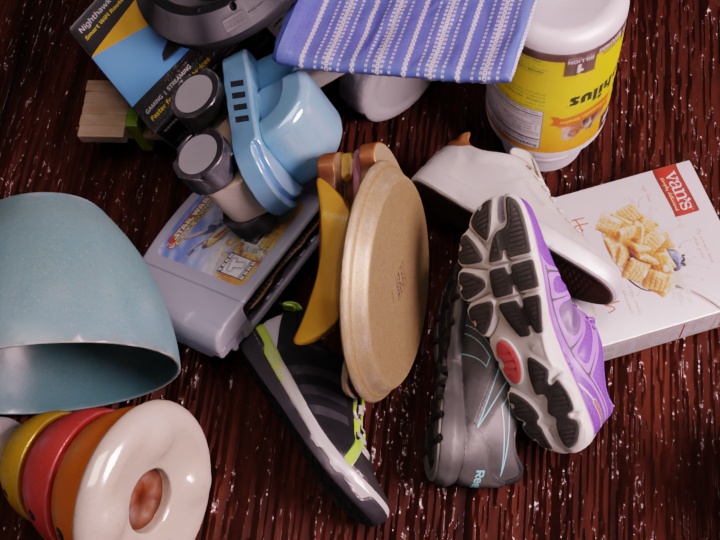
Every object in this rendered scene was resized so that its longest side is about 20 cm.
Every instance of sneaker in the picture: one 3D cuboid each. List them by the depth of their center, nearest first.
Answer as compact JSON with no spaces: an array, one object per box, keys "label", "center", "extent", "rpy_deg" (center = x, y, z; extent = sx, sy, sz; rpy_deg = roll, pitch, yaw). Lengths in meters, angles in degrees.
[{"label":"sneaker","center":[0.138,0.037,0.889],"extent":[0.083,0.080,0.203],"rpy_deg":[-27,101,-43]},{"label":"sneaker","center":[-0.022,0.104,0.921],"extent":[0.082,0.072,0.201],"rpy_deg":[-30,65,-13]},{"label":"sneaker","center":[0.098,0.078,0.936],"extent":[0.078,0.076,0.204],"rpy_deg":[9,70,-6]},{"label":"sneaker","center":[0.140,-0.052,0.944],"extent":[0.199,0.073,0.085],"rpy_deg":[35,72,23]}]

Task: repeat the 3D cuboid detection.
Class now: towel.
[{"label":"towel","center":[0.038,-0.210,0.894],"extent":[0.197,0.024,0.147],"rpy_deg":[8,62,22]}]

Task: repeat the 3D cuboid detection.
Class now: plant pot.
[{"label":"plant pot","center":[-0.243,0.021,0.896],"extent":[0.196,0.201,0.137],"rpy_deg":[-8,71,-1]}]

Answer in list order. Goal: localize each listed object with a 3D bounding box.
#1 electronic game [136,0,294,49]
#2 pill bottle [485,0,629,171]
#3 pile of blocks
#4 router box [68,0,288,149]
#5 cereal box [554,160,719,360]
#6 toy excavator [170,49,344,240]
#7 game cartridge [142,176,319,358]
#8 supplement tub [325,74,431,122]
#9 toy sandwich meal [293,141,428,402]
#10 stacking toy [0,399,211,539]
[{"label":"electronic game","center":[-0.108,-0.276,0.961],"extent":[0.197,0.042,0.204],"rpy_deg":[-11,66,27]},{"label":"pill bottle","center":[0.160,-0.170,0.976],"extent":[0.107,0.201,0.111],"rpy_deg":[-2,62,3]},{"label":"pile of blocks","center":[-0.161,-0.156,1.071],"extent":[0.197,0.062,0.083],"rpy_deg":[-22,65,2]},{"label":"router box","center":[-0.141,-0.229,1.015],"extent":[0.200,0.051,0.149],"rpy_deg":[-45,66,5]},{"label":"cereal box","center":[0.212,-0.002,0.976],"extent":[0.197,0.040,0.146],"rpy_deg":[-17,62,-4]},{"label":"toy excavator","center":[-0.048,-0.148,0.946],"extent":[0.197,0.100,0.197],"rpy_deg":[-21,55,15]},{"label":"game cartridge","center":[-0.106,-0.025,0.989],"extent":[0.132,0.042,0.201],"rpy_deg":[21,61,31]},{"label":"supplement tub","center":[-0.022,-0.241,1.069],"extent":[0.122,0.123,0.200],"rpy_deg":[-40,68,-16]},{"label":"toy sandwich meal","center":[0.000,0.000,0.911],"extent":[0.069,0.206,0.208],"rpy_deg":[3,62,19]},{"label":"stacking toy","center":[-0.228,0.158,0.899],"extent":[0.197,0.147,0.148],"rpy_deg":[9,62,30]}]
